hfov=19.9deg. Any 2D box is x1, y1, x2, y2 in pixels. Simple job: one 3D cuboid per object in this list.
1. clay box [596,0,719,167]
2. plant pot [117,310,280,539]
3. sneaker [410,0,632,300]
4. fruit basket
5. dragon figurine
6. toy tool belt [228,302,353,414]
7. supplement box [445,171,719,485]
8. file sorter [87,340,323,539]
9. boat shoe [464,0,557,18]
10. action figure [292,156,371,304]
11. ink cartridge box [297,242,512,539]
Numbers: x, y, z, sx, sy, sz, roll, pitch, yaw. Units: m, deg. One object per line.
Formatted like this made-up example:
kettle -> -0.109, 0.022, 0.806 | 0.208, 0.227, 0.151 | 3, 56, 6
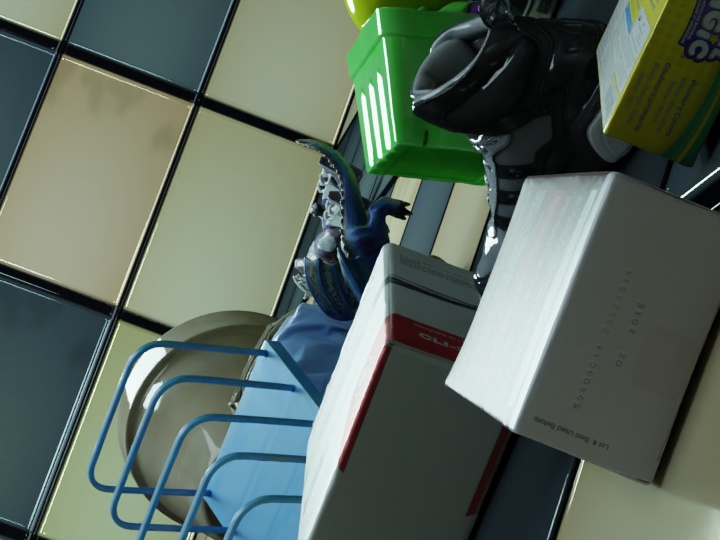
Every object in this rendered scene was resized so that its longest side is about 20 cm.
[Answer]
clay box -> 0.163, -0.157, 0.889 | 0.115, 0.048, 0.200 | -80, 13, -65
plant pot -> -0.095, 0.154, 1.746 | 0.200, 0.200, 0.174 | -68, 21, 10
sneaker -> 0.074, -0.065, 1.085 | 0.076, 0.114, 0.200 | -74, 7, -47
fruit basket -> 0.057, -0.171, 1.444 | 0.216, 0.155, 0.216 | -174, 90, -83
dragon figurine -> 0.000, 0.000, 1.483 | 0.099, 0.200, 0.059 | -40, 12, -29
toy tool belt -> -0.036, 0.100, 1.543 | 0.200, 0.125, 0.123 | -74, -2, -48
supplement box -> 0.093, 0.019, 0.861 | 0.200, 0.061, 0.109 | -151, 83, -84
file sorter -> -0.087, 0.153, 1.403 | 0.200, 0.123, 0.139 | 49, 123, 48
boat shoe -> 0.101, -0.232, 1.593 | 0.200, 0.091, 0.071 | -114, 45, -83
action figure -> -0.040, -0.043, 2.473 | 0.200, 0.069, 0.130 | 110, 168, -49
ink cartridge box -> 0.027, 0.084, 1.163 | 0.200, 0.084, 0.144 | -90, 21, -74
